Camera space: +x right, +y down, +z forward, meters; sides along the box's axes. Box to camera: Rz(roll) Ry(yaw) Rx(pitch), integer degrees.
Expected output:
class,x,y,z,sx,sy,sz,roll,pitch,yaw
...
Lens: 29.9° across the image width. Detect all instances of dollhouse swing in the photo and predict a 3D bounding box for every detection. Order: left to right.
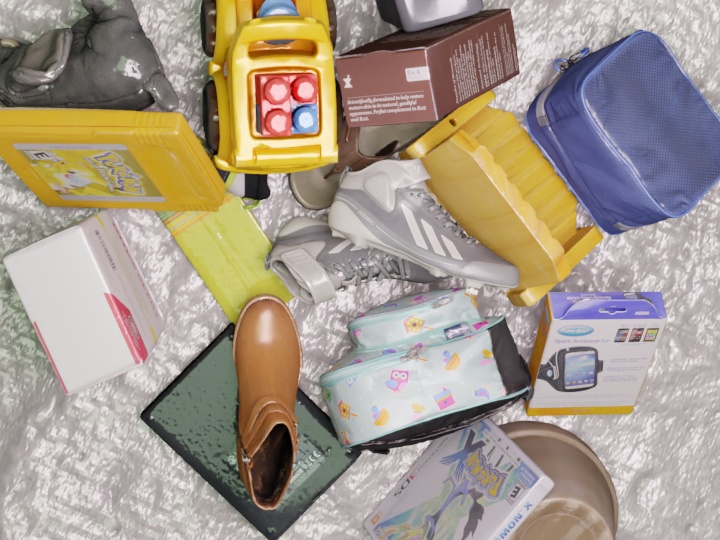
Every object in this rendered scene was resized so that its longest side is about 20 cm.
class,x,y,z,sx,sy,sz,roll,pitch,yaw
dollhouse swing,0.165,-0.088,1.339,0.182,0.176,0.200,-40,93,-28

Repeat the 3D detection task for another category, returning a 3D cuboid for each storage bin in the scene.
class,x,y,z,sx,sy,sz,roll,pitch,yaw
storage bin,0.063,-0.319,1.343,0.145,0.200,0.135,-17,107,-4

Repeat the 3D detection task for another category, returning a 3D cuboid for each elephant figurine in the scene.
class,x,y,z,sx,sy,sz,roll,pitch,yaw
elephant figurine,-0.302,-0.190,1.350,0.199,0.155,0.142,-25,102,-7

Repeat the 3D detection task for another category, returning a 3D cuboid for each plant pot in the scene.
class,x,y,z,sx,sy,sz,roll,pitch,yaw
plant pot,0.186,0.272,1.412,0.199,0.174,0.201,0,95,-3

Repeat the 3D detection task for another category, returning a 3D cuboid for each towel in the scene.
class,x,y,z,sx,sy,sz,roll,pitch,yaw
towel,-0.150,-0.037,1.435,0.086,0.018,0.200,-33,98,5

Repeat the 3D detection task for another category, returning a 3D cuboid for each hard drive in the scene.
class,x,y,z,sx,sy,sz,roll,pitch,yaw
hard drive,-0.117,0.174,1.444,0.140,0.033,0.200,-45,100,1

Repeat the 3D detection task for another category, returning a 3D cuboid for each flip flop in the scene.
class,x,y,z,sx,sy,sz,roll,pitch,yaw
flip flop,0.010,-0.138,1.415,0.200,0.058,0.081,-31,97,-1

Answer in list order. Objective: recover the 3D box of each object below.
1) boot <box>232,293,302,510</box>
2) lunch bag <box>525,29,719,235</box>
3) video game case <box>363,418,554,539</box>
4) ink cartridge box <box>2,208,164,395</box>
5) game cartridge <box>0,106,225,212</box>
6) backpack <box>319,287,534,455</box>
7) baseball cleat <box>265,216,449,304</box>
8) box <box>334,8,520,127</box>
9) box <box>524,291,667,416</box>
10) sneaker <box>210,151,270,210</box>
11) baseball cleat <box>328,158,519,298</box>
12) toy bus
class,x,y,z,sx,sy,sz,roll,pitch,yaw
boot,-0.095,0.131,1.345,0.076,0.155,0.201,8,96,-7
lunch bag,0.267,-0.142,1.396,0.136,0.132,0.200,-39,97,-25
video game case,0.095,0.242,1.390,0.022,0.200,0.182,40,91,-24
ink cartridge box,-0.268,0.026,1.339,0.083,0.200,0.146,-24,97,1
game cartridge,-0.245,-0.105,1.320,0.199,0.176,0.033,4,69,13
backpack,0.054,0.104,1.383,0.199,0.176,0.154,-25,89,-6
baseball cleat,0.000,0.000,1.379,0.199,0.107,0.070,7,136,23
box,0.070,-0.198,1.307,0.100,0.200,0.075,0,108,32
box,0.242,0.082,1.401,0.118,0.042,0.200,0,139,-5
sneaker,-0.085,-0.159,1.402,0.083,0.072,0.201,28,92,-14
baseball cleat,0.067,-0.048,1.300,0.199,0.070,0.107,19,97,9
toy bus,-0.079,-0.187,1.265,0.135,0.192,0.201,-3,97,-9
